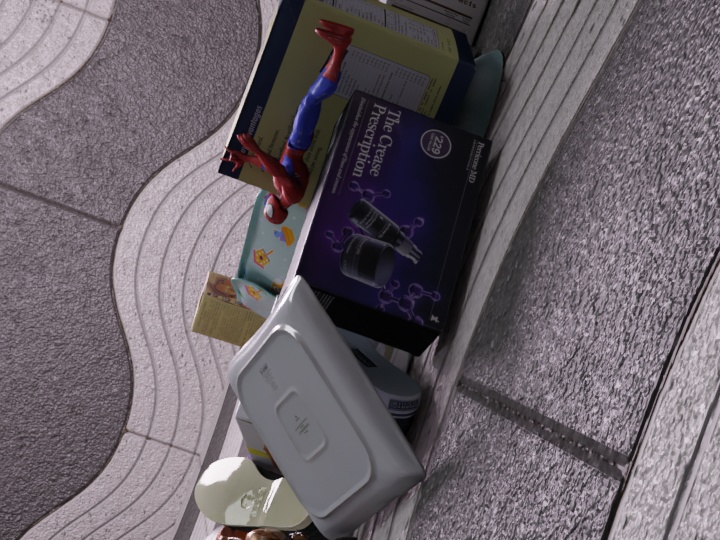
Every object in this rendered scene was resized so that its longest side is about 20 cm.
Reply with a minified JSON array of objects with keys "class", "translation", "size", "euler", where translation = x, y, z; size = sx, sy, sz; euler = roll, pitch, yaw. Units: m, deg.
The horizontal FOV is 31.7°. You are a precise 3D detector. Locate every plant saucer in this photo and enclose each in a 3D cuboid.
[{"class":"plant saucer","translation":[0.094,-0.147,1.354],"size":[0.201,0.039,0.202],"euler":[-161,90,-82]}]

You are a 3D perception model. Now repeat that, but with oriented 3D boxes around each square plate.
[{"class":"square plate","translation":[-0.043,0.131,1.107],"size":[0.028,0.198,0.200],"euler":[-25,-14,-34]}]

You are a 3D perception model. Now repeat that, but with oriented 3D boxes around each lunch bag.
[{"class":"lunch bag","translation":[-0.048,0.004,1.428],"size":[0.122,0.170,0.200],"euler":[-44,-19,-53]}]

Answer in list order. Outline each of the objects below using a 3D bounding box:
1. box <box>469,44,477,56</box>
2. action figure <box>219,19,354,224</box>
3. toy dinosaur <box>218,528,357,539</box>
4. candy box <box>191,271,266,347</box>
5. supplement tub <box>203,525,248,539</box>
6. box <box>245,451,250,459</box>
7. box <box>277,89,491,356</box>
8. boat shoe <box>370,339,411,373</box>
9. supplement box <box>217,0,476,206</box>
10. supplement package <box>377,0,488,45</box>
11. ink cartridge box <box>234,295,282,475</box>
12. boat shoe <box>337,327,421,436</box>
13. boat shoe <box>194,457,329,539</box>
[{"class":"box","translation":[0.013,-0.222,1.465],"size":[0.049,0.199,0.162],"euler":[148,148,-87]},{"class":"action figure","translation":[-0.078,-0.141,1.196],"size":[0.065,0.099,0.201],"euler":[-77,3,-68]},{"class":"toy dinosaur","translation":[-0.066,0.253,1.084],"size":[0.200,0.136,0.102],"euler":[30,84,40]},{"class":"candy box","translation":[-0.110,0.067,1.609],"size":[0.115,0.199,0.055],"euler":[-101,29,-74]},{"class":"supplement tub","translation":[-0.135,0.355,1.373],"size":[0.123,0.122,0.200],"euler":[-79,13,-47]},{"class":"box","translation":[-0.120,0.304,1.557],"size":[0.200,0.079,0.142],"euler":[-92,21,-69]},{"class":"box","translation":[0.024,-0.044,1.156],"size":[0.079,0.141,0.201],"euler":[130,159,-64]},{"class":"boat shoe","translation":[0.024,0.045,1.266],"size":[0.074,0.065,0.203],"euler":[126,161,-63]},{"class":"supplement box","translation":[-0.015,-0.171,1.294],"size":[0.134,0.199,0.201],"euler":[-90,21,-67]},{"class":"supplement package","translation":[0.075,-0.300,1.555],"size":[0.121,0.119,0.201],"euler":[-162,92,-83]},{"class":"ink cartridge box","translation":[-0.060,0.136,1.327],"size":[0.200,0.083,0.146],"euler":[84,-159,-62]},{"class":"boat shoe","translation":[-0.019,0.109,1.167],"size":[0.200,0.071,0.091],"euler":[41,121,53]},{"class":"boat shoe","translation":[-0.095,0.239,1.287],"size":[0.201,0.063,0.074],"euler":[2,59,46]}]
